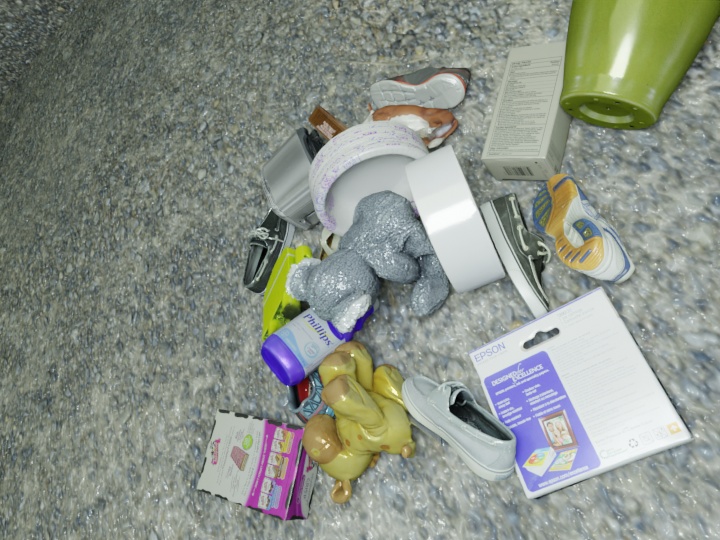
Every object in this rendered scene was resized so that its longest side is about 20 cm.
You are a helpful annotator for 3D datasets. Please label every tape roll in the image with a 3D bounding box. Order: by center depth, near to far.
[{"bbox_3d":[0.133,-0.071,0.764,0.071,0.202,0.203,-23,58,15],"label":"tape roll"}]

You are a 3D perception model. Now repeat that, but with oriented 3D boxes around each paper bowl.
[{"bbox_3d":[0.016,-0.151,0.877,0.201,0.201,0.104,-32,52,19],"label":"paper bowl"}]

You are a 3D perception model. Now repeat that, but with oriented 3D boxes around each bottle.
[{"bbox_3d":[-0.056,0.093,0.852,0.200,0.065,0.084,-33,75,-30],"label":"bottle"}]

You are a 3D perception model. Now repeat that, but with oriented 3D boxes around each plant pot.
[{"bbox_3d":[0.362,-0.303,0.738,0.200,0.200,0.193,21,94,38],"label":"plant pot"}]

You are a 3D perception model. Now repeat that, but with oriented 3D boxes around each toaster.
[{"bbox_3d":[-0.109,-0.174,1.036,0.129,0.114,0.200,-38,54,18],"label":"toaster"}]

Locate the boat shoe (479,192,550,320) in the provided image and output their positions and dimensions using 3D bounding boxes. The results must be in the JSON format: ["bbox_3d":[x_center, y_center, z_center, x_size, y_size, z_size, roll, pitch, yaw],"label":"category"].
[{"bbox_3d":[0.229,-0.028,0.767,0.064,0.071,0.200,-25,58,16],"label":"boat shoe"}]

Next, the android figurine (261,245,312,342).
[{"bbox_3d":[-0.132,0.039,0.955,0.182,0.041,0.200,-62,20,24],"label":"android figurine"}]

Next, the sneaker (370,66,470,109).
[{"bbox_3d":[0.112,-0.331,0.997,0.200,0.077,0.082,10,49,36],"label":"sneaker"}]

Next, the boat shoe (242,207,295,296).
[{"bbox_3d":[-0.185,-0.054,1.061,0.074,0.068,0.200,6,73,36],"label":"boat shoe"}]

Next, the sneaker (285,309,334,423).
[{"bbox_3d":[-0.088,0.147,0.889,0.079,0.096,0.200,-26,58,23],"label":"sneaker"}]

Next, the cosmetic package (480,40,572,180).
[{"bbox_3d":[0.265,-0.242,0.838,0.105,0.071,0.200,9,75,37],"label":"cosmetic package"}]

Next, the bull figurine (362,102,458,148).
[{"bbox_3d":[0.067,-0.253,0.961,0.200,0.065,0.121,7,40,30],"label":"bull figurine"}]

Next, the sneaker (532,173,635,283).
[{"bbox_3d":[0.298,-0.054,0.740,0.075,0.088,0.200,-51,25,34],"label":"sneaker"}]

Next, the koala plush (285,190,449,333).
[{"bbox_3d":[0.000,0.000,0.799,0.200,0.184,0.177,-35,46,-20],"label":"koala plush"}]

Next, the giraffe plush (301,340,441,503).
[{"bbox_3d":[-0.011,0.228,0.788,0.200,0.173,0.162,44,111,4],"label":"giraffe plush"}]

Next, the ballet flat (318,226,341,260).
[{"bbox_3d":[-0.050,-0.027,0.952,0.068,0.075,0.200,3,71,24],"label":"ballet flat"}]

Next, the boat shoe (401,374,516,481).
[{"bbox_3d":[0.129,0.184,0.719,0.201,0.070,0.072,37,124,49],"label":"boat shoe"}]

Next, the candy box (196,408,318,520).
[{"bbox_3d":[-0.164,0.310,0.890,0.200,0.061,0.137,2,71,34],"label":"candy box"}]

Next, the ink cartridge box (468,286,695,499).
[{"bbox_3d":[0.262,0.152,0.683,0.198,0.043,0.200,-31,58,20],"label":"ink cartridge box"}]

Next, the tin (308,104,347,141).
[{"bbox_3d":[-0.024,-0.237,1.008,0.042,0.112,0.200,-53,50,16],"label":"tin"}]
